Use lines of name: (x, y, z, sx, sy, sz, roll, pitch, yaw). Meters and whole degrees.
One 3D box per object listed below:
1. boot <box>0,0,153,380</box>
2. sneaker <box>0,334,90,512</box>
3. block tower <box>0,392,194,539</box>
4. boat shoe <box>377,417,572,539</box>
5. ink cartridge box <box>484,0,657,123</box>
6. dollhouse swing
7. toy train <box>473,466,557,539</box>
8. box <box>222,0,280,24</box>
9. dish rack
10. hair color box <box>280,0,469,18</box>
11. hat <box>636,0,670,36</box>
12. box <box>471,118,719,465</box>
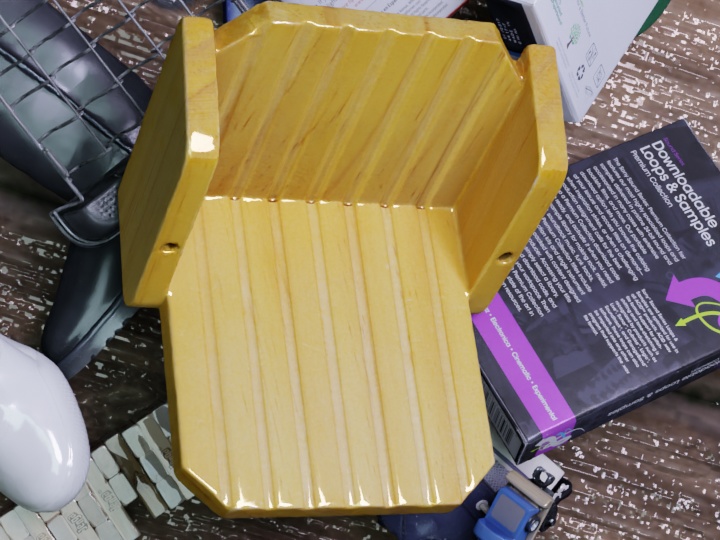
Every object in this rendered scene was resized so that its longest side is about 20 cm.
boot: (-0.187, -0.061, 0.971, 0.200, 0.066, 0.165, 40, 73, -10)
sneaker: (-0.224, 0.048, 0.926, 0.075, 0.088, 0.200, -44, 74, 20)
block tower: (-0.130, 0.117, 0.984, 0.200, 0.058, 0.054, -34, 94, -11)
boat shoe: (0.021, 0.094, 1.000, 0.200, 0.075, 0.093, 40, 89, -5)
ink cartridge box: (0.140, -0.187, 0.943, 0.039, 0.100, 0.200, 21, 66, 35)
dollhouse swing: (0.000, 0.000, 0.856, 0.199, 0.182, 0.176, 3, 51, -23)
toy train: (0.054, 0.196, 0.974, 0.034, 0.046, 0.201, 35, 106, 32)
box: (-0.021, -0.156, 1.022, 0.121, 0.032, 0.201, -2, 90, -10)
dish rack: (-0.142, -0.131, 0.920, 0.153, 0.055, 0.200, -41, 103, -17)
hair color box: (-0.023, -0.207, 0.953, 0.101, 0.061, 0.200, -38, 96, 30)
hat: (0.089, -0.243, 1.037, 0.176, 0.200, 0.166, 18, 59, 33)
box: (0.140, 0.008, 0.998, 0.199, 0.036, 0.143, -23, 65, -17)
